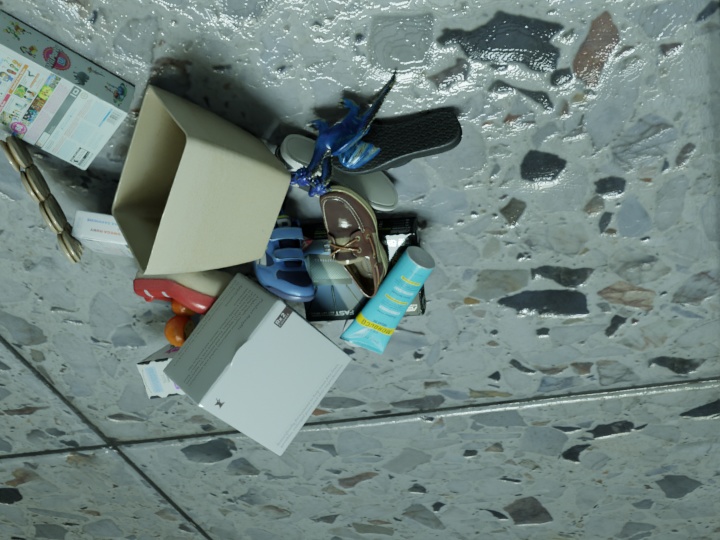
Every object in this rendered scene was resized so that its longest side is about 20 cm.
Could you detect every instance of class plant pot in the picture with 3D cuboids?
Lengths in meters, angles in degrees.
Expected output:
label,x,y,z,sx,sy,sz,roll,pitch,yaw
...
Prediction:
label,x,y,z,sx,sy,sz,roll,pitch,yaw
plant pot,-0.215,-0.114,1.310,0.177,0.200,0.200,9,114,-33

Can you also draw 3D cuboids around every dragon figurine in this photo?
label,x,y,z,sx,sy,sz,roll,pitch,yaw
dragon figurine,-0.013,-0.179,1.294,0.200,0.100,0.059,-29,145,17

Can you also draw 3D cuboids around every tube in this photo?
label,x,y,z,sx,sy,sz,roll,pitch,yaw
tube,0.046,0.050,1.478,0.077,0.050,0.200,25,123,-12

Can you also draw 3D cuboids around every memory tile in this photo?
label,x,y,z,sx,sy,sz,roll,pitch,yaw
memory tile,-0.459,-0.104,1.370,0.017,0.153,0.200,-28,106,-8

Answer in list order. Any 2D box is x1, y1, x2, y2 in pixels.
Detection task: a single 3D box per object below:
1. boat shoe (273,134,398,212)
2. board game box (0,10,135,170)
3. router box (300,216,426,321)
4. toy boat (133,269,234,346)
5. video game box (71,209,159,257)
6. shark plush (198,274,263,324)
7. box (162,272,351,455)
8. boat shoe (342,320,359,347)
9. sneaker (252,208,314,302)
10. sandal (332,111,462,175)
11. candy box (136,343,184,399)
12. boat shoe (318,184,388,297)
label,x,y,z,sx,sy,sz,roll,pitch,yaw
boat shoe,-0.039,-0.132,1.390,0.199,0.074,0.060,20,145,-24
board game box,-0.435,-0.241,1.301,0.200,0.064,0.147,27,135,-27
router box,0.000,0.000,1.515,0.199,0.062,0.150,-4,118,9
toy boat,-0.288,0.060,1.553,0.130,0.131,0.200,12,172,-42
video game box,-0.339,-0.046,1.472,0.182,0.047,0.200,12,173,-6
shark plush,-0.191,0.060,1.632,0.199,0.083,0.091,-10,139,18
box,-0.159,0.147,1.479,0.131,0.199,0.200,30,170,48
boat shoe,0.022,0.041,1.604,0.068,0.057,0.200,24,120,-7
sneaker,-0.123,-0.034,1.435,0.074,0.200,0.082,1,131,-39
sandal,0.047,-0.172,1.338,0.200,0.076,0.048,-8,157,15
candy box,-0.262,0.150,1.661,0.199,0.168,0.072,-12,103,30
boat shoe,-0.011,-0.038,1.388,0.072,0.072,0.200,-4,137,19
